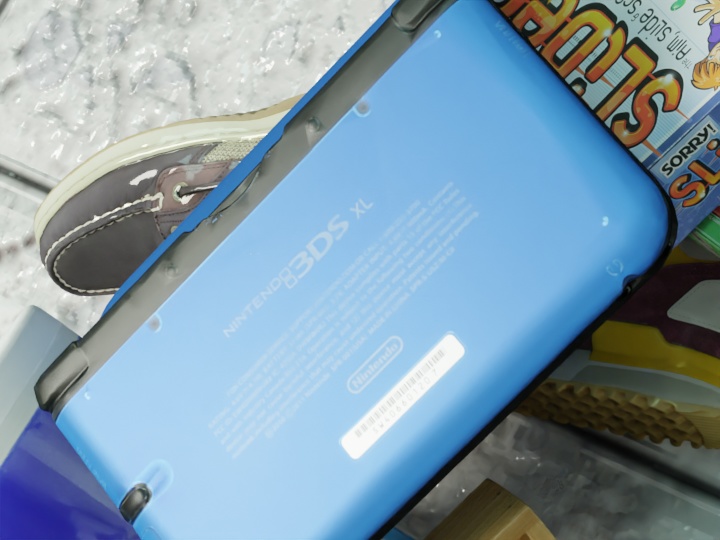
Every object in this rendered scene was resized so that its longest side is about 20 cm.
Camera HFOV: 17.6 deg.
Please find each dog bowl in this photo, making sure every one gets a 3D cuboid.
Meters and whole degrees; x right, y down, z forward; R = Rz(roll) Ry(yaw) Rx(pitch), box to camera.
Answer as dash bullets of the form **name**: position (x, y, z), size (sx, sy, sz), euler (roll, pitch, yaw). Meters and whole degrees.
- **dog bowl**: position (-0.148, 0.115, 0.861), size (0.200, 0.079, 0.200), euler (-54, 7, 10)

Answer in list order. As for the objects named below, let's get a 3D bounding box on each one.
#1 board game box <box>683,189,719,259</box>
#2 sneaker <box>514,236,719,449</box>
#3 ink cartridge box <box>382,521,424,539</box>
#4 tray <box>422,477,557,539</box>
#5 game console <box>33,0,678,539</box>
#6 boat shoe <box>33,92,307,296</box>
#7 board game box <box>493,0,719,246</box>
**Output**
- **board game box**: position (0.130, -0.083, 0.800), size (0.135, 0.029, 0.200), euler (-51, 37, 4)
- **sneaker**: position (0.062, 0.003, 0.864), size (0.200, 0.075, 0.090), euler (14, 75, 27)
- **ink cartridge box**: position (-0.052, 0.166, 0.822), size (0.068, 0.116, 0.200), euler (33, 86, 40)
- **tray**: position (0.004, 0.174, 0.768), size (0.200, 0.099, 0.037), euler (-42, 24, -7)
- **game console**: position (0.000, 0.000, 0.779), size (0.200, 0.118, 0.171), euler (-45, 68, 14)
- **boat shoe**: position (-0.045, -0.022, 0.943), size (0.200, 0.072, 0.065), euler (-15, 55, 19)
- **board game box**: position (0.100, -0.107, 0.798), size (0.135, 0.034, 0.200), euler (-44, 37, 11)
